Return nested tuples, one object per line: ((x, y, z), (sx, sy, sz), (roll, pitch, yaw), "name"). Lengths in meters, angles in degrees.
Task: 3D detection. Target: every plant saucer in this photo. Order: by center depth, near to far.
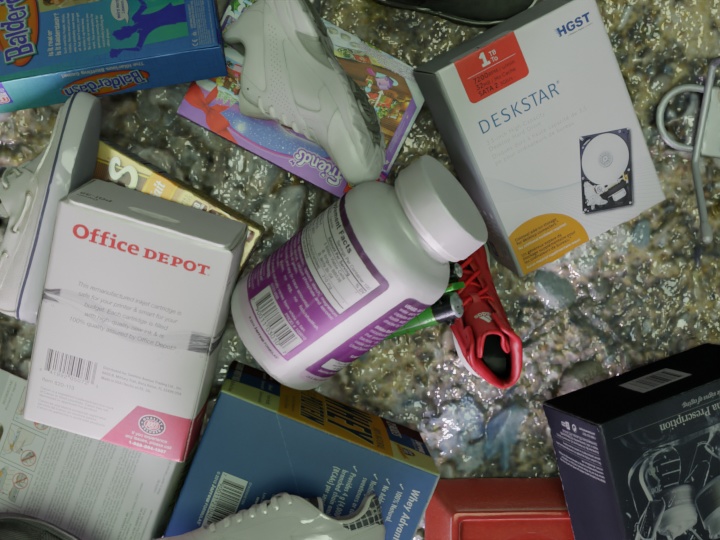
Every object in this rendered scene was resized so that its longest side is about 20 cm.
((0.162, 0.309, 0.890), (0.197, 0.037, 0.202), (0, 96, -4), "plant saucer")

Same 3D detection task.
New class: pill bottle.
((0.000, 0.000, 0.724), (0.199, 0.112, 0.113), (-37, 97, 21), "pill bottle")

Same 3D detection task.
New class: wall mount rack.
((0.379, -0.106, 0.846), (0.198, 0.075, 0.176), (8, 95, -4), "wall mount rack")

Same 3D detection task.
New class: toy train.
((0.006, 0.041, 0.808), (0.199, 0.042, 0.057), (-19, 84, 29), "toy train")

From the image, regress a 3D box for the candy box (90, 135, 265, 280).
((-0.200, -0.035, 0.820), (0.199, 0.055, 0.116), (29, 94, -7), "candy box")

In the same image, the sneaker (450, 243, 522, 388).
((0.101, 0.014, 0.816), (0.078, 0.116, 0.201), (-30, 98, -2), "sneaker")

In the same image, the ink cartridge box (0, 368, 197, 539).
((-0.274, 0.199, 0.852), (0.198, 0.057, 0.164), (23, 94, 11), "ink cartridge box")

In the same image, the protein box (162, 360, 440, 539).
((-0.063, 0.219, 0.815), (0.198, 0.135, 0.200), (22, 93, -6), "protein box")

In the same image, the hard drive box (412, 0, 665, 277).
((0.160, -0.122, 0.809), (0.155, 0.077, 0.201), (-28, 108, -3), "hard drive box")

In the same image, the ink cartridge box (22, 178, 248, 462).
((-0.188, 0.041, 0.761), (0.145, 0.083, 0.202), (16, 109, -1), "ink cartridge box")

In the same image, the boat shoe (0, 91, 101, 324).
((-0.273, -0.057, 0.754), (0.069, 0.071, 0.202), (18, 102, -6), "boat shoe")

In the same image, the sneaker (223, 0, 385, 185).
((-0.051, -0.145, 0.763), (0.099, 0.078, 0.201), (-33, 70, 14), "sneaker")

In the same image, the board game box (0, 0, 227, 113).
((-0.223, -0.225, 0.774), (0.198, 0.045, 0.153), (-9, 67, -3), "board game box")

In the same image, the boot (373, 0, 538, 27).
((0.084, -0.248, 0.747), (0.180, 0.200, 0.073), (-2, 96, -4), "boot")

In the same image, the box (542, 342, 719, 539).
((0.295, 0.187, 0.833), (0.198, 0.104, 0.184), (-17, 98, -16), "box")

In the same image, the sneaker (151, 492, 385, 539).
((-0.079, 0.217, 0.717), (0.198, 0.076, 0.081), (2, 84, -8), "sneaker")

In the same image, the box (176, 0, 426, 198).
((-0.050, -0.159, 0.827), (0.199, 0.039, 0.138), (27, 92, -7), "box")

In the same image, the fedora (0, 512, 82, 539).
((-0.295, 0.310, 0.796), (0.199, 0.090, 0.177), (36, 123, -1), "fedora")
